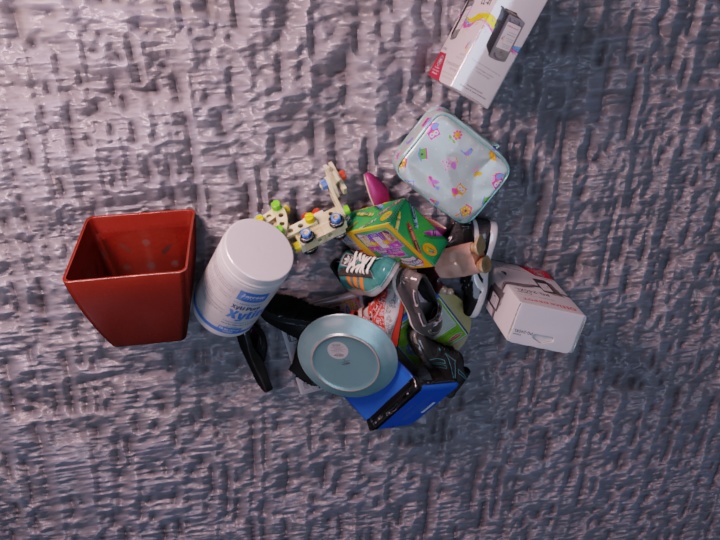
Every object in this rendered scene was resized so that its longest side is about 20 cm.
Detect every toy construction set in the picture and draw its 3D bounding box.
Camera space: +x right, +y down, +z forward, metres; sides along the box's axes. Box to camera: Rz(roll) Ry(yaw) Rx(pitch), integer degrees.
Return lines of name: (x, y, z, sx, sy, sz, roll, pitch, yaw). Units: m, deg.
toy construction set: (-0.096, -0.103, 1.173, 0.199, 0.132, 0.092, -35, 145, 2)

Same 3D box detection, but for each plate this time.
plate: (-0.027, 0.172, 1.214, 0.196, 0.026, 0.203, 5, 122, 8)

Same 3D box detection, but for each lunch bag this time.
lunch bag: (0.172, -0.197, 1.185, 0.199, 0.077, 0.161, 33, 104, -20)

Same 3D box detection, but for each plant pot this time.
plant pot: (-0.391, 0.023, 1.145, 0.196, 0.201, 0.179, -4, 126, -6)

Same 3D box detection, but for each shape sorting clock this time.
shape sorting clock: (0.136, 0.123, 1.339, 0.196, 0.039, 0.203, -3, 118, -6)

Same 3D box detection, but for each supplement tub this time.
supplement tub: (-0.214, 0.018, 1.134, 0.130, 0.133, 0.200, 23, 138, -17)

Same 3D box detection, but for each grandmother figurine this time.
grandmother figurine: (0.152, -0.008, 1.228, 0.198, 0.060, 0.123, -9, 96, 37)

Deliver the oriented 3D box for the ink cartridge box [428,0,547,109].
ink cartridge box: (0.210, -0.392, 1.067, 0.085, 0.148, 0.202, 21, 108, -18)

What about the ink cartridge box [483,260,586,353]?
ink cartridge box: (0.331, 0.067, 1.254, 0.143, 0.201, 0.085, 11, 112, -13)

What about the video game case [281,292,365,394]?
video game case: (-0.064, 0.153, 1.333, 0.179, 0.024, 0.203, -15, 114, -2)

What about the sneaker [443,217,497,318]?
sneaker: (0.200, -0.010, 1.276, 0.110, 0.073, 0.204, 8, 101, -8)

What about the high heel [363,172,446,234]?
high heel: (0.084, -0.121, 1.205, 0.095, 0.068, 0.201, -26, 120, 15)

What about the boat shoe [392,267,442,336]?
boat shoe: (0.121, 0.068, 1.192, 0.067, 0.056, 0.201, -61, 139, -24)

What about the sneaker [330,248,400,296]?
sneaker: (0.000, 0.000, 1.189, 0.080, 0.199, 0.072, 37, 69, -16)

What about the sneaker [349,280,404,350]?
sneaker: (0.031, 0.081, 1.250, 0.106, 0.068, 0.204, 9, 120, 4)

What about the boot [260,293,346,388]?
boot: (-0.116, 0.143, 1.270, 0.195, 0.074, 0.164, 14, 124, 3)

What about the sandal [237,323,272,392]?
sandal: (-0.214, 0.157, 1.296, 0.048, 0.075, 0.203, -29, 125, -22)

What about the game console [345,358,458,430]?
game console: (0.072, 0.235, 1.314, 0.168, 0.120, 0.200, 1, 145, -33)

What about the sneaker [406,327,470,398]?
sneaker: (0.162, 0.177, 1.318, 0.079, 0.075, 0.201, -37, 124, -2)

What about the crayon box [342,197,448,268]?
crayon box: (0.053, -0.060, 1.162, 0.119, 0.199, 0.059, 41, 69, -22)
